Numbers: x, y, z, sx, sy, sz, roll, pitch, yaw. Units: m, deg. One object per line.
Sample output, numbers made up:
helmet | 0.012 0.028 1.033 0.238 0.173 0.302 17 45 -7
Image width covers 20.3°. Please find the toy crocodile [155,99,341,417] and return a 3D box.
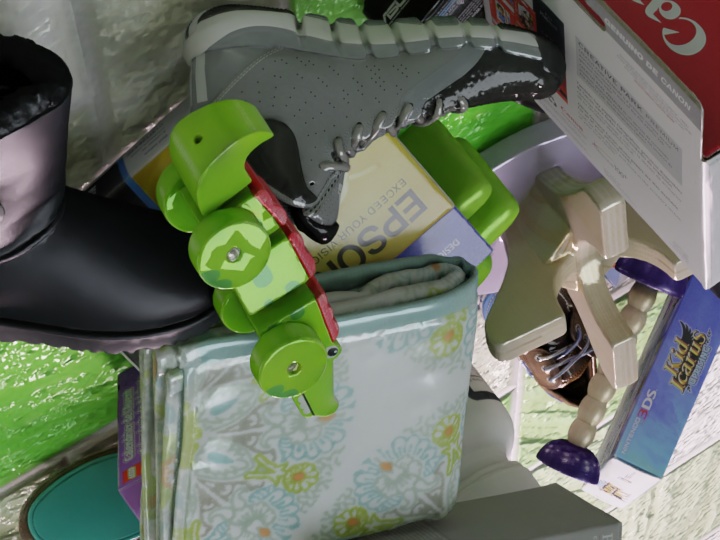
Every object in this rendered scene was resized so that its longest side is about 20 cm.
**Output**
toy crocodile | -0.048 -0.001 0.992 0.061 0.068 0.201 -29 131 -5

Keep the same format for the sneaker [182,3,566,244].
sneaker | 0.006 -0.069 1.031 0.198 0.117 0.075 3 169 -4

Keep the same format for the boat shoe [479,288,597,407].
boat shoe | 0.150 0.049 1.544 0.072 0.073 0.200 -39 153 2

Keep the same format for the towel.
towel | -0.030 0.082 1.133 0.198 0.048 0.172 -10 128 -21

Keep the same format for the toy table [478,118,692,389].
toy table | 0.144 -0.016 1.349 0.199 0.117 0.184 -32 138 -2

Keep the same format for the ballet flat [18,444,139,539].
ballet flat | -0.141 0.141 1.342 0.199 0.069 0.067 -22 177 -25

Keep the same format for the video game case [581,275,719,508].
video game case | 0.246 0.082 1.597 0.181 0.045 0.201 91 24 -76

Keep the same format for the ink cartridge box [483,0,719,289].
ink cartridge box | 0.149 -0.120 1.046 0.084 0.200 0.176 -34 152 -9

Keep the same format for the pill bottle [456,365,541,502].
pill bottle | 0.033 0.106 1.346 0.119 0.200 0.120 -28 151 -17

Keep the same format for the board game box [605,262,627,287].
board game box | 0.237 -0.084 1.487 0.200 0.037 0.151 -41 153 5

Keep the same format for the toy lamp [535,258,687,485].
toy lamp | 0.193 0.058 1.491 0.058 0.058 0.201 15 98 -58

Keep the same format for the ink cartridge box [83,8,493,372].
ink cartridge box | -0.050 -0.008 1.128 0.197 0.047 0.200 -42 113 4

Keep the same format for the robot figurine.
robot figurine | 0.000 0.000 1.236 0.200 0.116 0.175 -44 151 11

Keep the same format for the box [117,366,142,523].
box | -0.087 0.165 1.257 0.039 0.137 0.201 -27 116 6

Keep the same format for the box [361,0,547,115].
box | 0.120 -0.192 1.170 0.200 0.048 0.193 -49 153 18

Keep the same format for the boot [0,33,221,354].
boot | -0.149 -0.037 0.989 0.198 0.077 0.169 0 142 -12

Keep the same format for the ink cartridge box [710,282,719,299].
ink cartridge box | 0.245 -0.084 1.371 0.039 0.100 0.201 -13 122 -15

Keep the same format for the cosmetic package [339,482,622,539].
cosmetic package | 0.056 0.203 1.215 0.198 0.090 0.108 -8 105 -22
